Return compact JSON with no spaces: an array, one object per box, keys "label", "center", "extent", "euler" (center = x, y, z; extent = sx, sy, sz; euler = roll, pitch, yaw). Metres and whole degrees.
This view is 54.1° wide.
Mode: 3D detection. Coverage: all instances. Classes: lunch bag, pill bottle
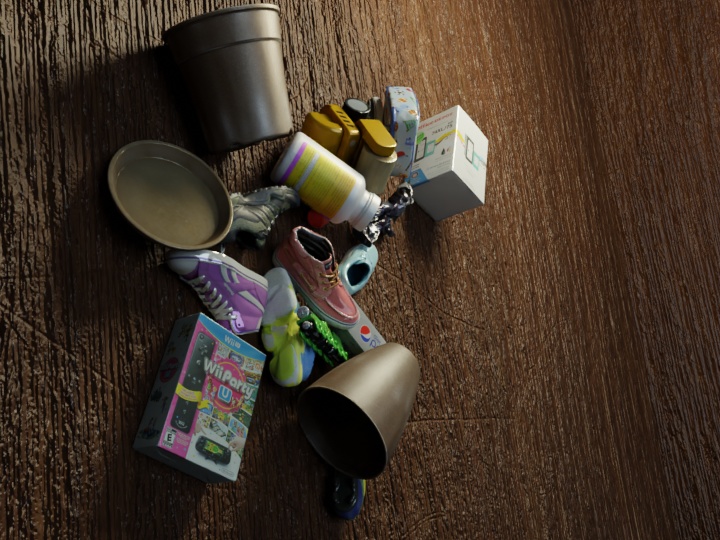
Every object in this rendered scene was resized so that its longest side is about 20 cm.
[{"label":"lunch bag","center":[0.081,-0.299,1.537],"extent":[0.202,0.074,0.163],"euler":[-89,-175,-53]},{"label":"pill bottle","center":[-0.061,-0.158,1.302],"extent":[0.198,0.104,0.106],"euler":[33,49,-13]}]

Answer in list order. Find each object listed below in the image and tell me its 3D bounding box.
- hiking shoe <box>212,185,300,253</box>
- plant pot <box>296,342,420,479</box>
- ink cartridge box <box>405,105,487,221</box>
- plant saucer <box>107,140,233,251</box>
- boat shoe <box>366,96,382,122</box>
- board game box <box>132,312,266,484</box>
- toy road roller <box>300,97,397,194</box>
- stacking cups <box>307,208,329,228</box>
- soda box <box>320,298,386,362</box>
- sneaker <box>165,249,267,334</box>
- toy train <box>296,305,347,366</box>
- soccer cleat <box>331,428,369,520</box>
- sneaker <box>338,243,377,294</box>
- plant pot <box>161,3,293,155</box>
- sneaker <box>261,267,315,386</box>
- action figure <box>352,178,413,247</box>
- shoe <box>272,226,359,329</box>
[{"label":"hiking shoe","center":[-0.180,-0.086,1.210],"extent":[0.198,0.075,0.103],"euler":[-17,99,-45]},{"label":"plant pot","center":[0.018,0.221,1.232],"extent":[0.200,0.184,0.190],"euler":[-42,111,-43]},{"label":"ink cartridge box","center":[0.211,-0.259,1.712],"extent":[0.145,0.145,0.204],"euler":[37,49,-38]},{"label":"plant saucer","center":[-0.284,-0.108,1.054],"extent":[0.197,0.029,0.203],"euler":[25,42,-25]},{"label":"boat shoe","center":[0.016,-0.305,1.544],"extent":[0.055,0.069,0.204],"euler":[8,57,-8]},{"label":"board game box","center":[-0.230,0.189,1.039],"extent":[0.147,0.063,0.204],"euler":[39,48,-38]},{"label":"toy road roller","center":[-0.034,-0.239,1.372],"extent":[0.143,0.124,0.201],"euler":[-7,47,-34]},{"label":"stacking cups","center":[-0.038,-0.150,1.416],"extent":[0.061,0.060,0.200],"euler":[62,38,-15]},{"label":"soda box","center":[0.004,0.150,1.355],"extent":[0.201,0.067,0.064],"euler":[53,44,-25]},{"label":"sneaker","center":[-0.222,0.042,1.098],"extent":[0.199,0.072,0.117],"euler":[28,60,-43]},{"label":"toy train","center":[-0.067,0.114,1.217],"extent":[0.201,0.041,0.057],"euler":[58,10,-62]},{"label":"soccer cleat","center":[-0.014,0.351,1.280],"extent":[0.085,0.063,0.203],"euler":[78,19,-49]},{"label":"sneaker","center":[0.000,0.000,1.394],"extent":[0.075,0.081,0.200],"euler":[62,38,-16]},{"label":"plant pot","center":[-0.203,-0.306,1.163],"extent":[0.199,0.197,0.203],"euler":[-28,107,-53]},{"label":"sneaker","center":[-0.126,0.102,1.217],"extent":[0.105,0.074,0.205],"euler":[33,49,-66]},{"label":"action figure","center":[0.058,-0.122,1.495],"extent":[0.199,0.069,0.132],"euler":[-31,143,-47]},{"label":"shoe","center":[-0.065,0.014,1.241],"extent":[0.200,0.091,0.072],"euler":[45,48,-2]}]
